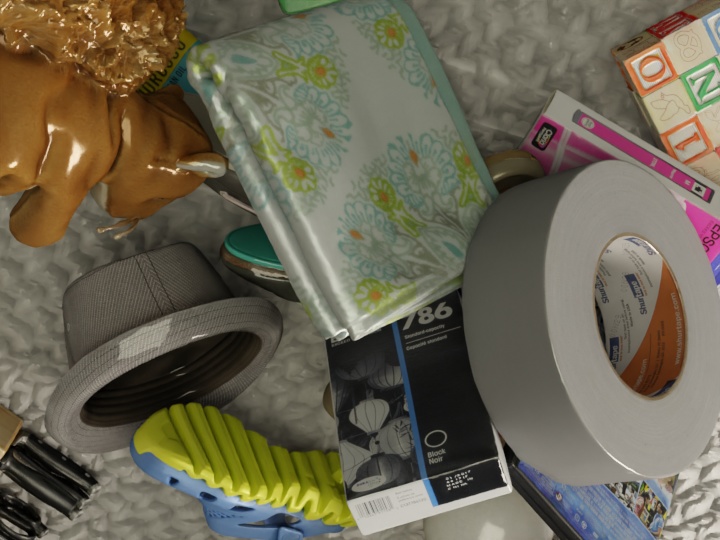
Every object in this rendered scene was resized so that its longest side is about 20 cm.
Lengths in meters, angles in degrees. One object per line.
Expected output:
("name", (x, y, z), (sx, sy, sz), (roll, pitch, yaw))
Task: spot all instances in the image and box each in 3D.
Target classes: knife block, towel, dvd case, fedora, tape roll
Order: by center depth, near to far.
("towel", (0.003, -0.068, 0.921), (0.048, 0.171, 0.200), (-29, 87, 45))
("tape roll", (0.152, 0.034, 0.949), (0.066, 0.200, 0.201), (-13, 109, 43))
("dvd case", (0.168, 0.104, 1.013), (0.018, 0.200, 0.143), (-22, 118, 43))
("fedora", (-0.147, 0.044, 1.037), (0.177, 0.200, 0.090), (-22, 72, -13))
("knife block", (-0.290, 0.119, 1.097), (0.175, 0.064, 0.200), (-8, 105, 1))

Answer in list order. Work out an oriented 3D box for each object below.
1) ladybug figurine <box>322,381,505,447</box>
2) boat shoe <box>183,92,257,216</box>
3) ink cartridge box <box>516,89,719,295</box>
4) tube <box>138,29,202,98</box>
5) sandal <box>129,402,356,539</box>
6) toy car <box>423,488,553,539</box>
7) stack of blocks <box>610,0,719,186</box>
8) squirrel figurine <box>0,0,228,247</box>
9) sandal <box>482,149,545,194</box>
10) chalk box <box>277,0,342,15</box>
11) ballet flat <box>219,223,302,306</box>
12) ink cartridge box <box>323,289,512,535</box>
("ladybug figurine", (0.071, 0.093, 1.050), (0.200, 0.136, 0.072), (14, 96, 19))
("boat shoe", (-0.058, -0.052, 0.996), (0.200, 0.067, 0.057), (28, 126, 11))
("ink cartridge box", (0.195, -0.037, 1.032), (0.200, 0.037, 0.095), (29, 139, 1))
("tube", (-0.102, -0.114, 1.047), (0.200, 0.050, 0.078), (35, 96, -3))
("sandal", (-0.085, 0.161, 1.081), (0.200, 0.080, 0.087), (28, 119, -32))
("toy car", (0.112, 0.205, 1.097), (0.184, 0.177, 0.200), (-31, 76, 20))
("stack of blocks", (0.272, -0.091, 1.044), (0.115, 0.059, 0.200), (-29, 104, 8))
("squirrel figurine", (-0.162, -0.105, 0.887), (0.186, 0.142, 0.200), (10, 118, -33))
("sandal", (0.113, 0.006, 1.037), (0.080, 0.054, 0.200), (-21, 133, -8))
("chalk box", (-0.047, -0.269, 0.963), (0.124, 0.124, 0.200), (-15, 106, 3))
("ballet flat", (0.000, 0.000, 1.048), (0.200, 0.068, 0.069), (-6, 126, -16))
("ink cartridge box", (0.031, 0.075, 0.973), (0.099, 0.200, 0.039), (-18, 127, 6))
